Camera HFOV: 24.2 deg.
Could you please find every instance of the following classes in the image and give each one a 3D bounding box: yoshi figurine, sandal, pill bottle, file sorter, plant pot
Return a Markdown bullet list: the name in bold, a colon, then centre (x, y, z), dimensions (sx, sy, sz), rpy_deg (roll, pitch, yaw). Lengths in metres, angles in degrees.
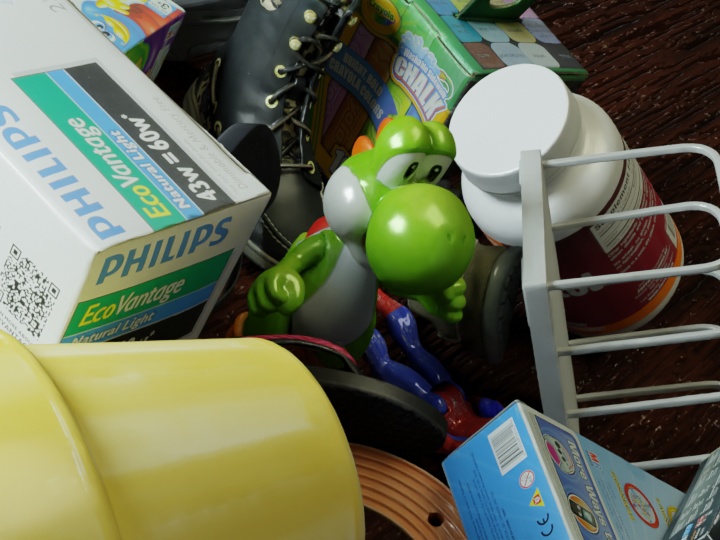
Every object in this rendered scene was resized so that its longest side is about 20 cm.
- **yoshi figurine**: centre (0.000, 0.010, 0.947), dimensions (0.112, 0.201, 0.112), rpy_deg (36, 33, 8)
- **sandal**: centre (-0.047, 0.058, 0.897), dimensions (0.198, 0.075, 0.045), rpy_deg (8, 54, 22)
- **pill bottle**: centre (0.137, -0.047, 1.132), dimensions (0.200, 0.112, 0.114), rpy_deg (47, 14, -47)
- **sandal**: centre (-0.091, -0.020, 0.988), dimensions (0.042, 0.077, 0.201), rpy_deg (6, 45, 25)
- **file sorter**: centre (0.169, 0.041, 1.013), dimensions (0.123, 0.202, 0.139), rpy_deg (-7, 34, 9)
- **plant pot**: centre (-0.109, 0.112, 0.700), dimensions (0.187, 0.202, 0.201), rpy_deg (-15, 53, -33)

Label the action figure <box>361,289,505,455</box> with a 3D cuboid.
- **action figure**: centre (0.045, 0.079, 1.030), dimensions (0.065, 0.052, 0.200), rpy_deg (-18, 51, -44)

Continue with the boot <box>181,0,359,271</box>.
- **boot**: centre (-0.046, -0.107, 1.102), dimensions (0.073, 0.154, 0.205), rpy_deg (4, 42, -34)

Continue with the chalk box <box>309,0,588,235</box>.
- **chalk box**: centre (0.063, -0.135, 1.183), dimensions (0.124, 0.201, 0.124), rpy_deg (-6, 47, -43)

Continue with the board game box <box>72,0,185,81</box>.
- **board game box**: centre (-0.209, -0.116, 1.030), dimensions (0.103, 0.105, 0.200), rpy_deg (34, 34, 4)

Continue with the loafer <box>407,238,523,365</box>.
- **loafer**: centre (0.059, 0.015, 1.062), dimensions (0.069, 0.076, 0.200), rpy_deg (13, -3, -1)

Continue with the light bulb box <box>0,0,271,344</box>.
- **light bulb box**: centre (-0.181, -0.015, 0.835), dimensions (0.198, 0.201, 0.124), rpy_deg (44, 36, 18)

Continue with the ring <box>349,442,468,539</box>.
- **ring**: centre (-0.023, 0.171, 0.818), dimensions (0.198, 0.019, 0.202), rpy_deg (1, 51, -1)

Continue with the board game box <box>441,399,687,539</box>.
- **board game box**: centre (0.146, 0.186, 0.833), dimensions (0.195, 0.056, 0.201), rpy_deg (31, 29, -39)

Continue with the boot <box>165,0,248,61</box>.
- **boot**: centre (-0.166, -0.181, 1.180), dimensions (0.197, 0.096, 0.074), rpy_deg (-3, 58, 5)

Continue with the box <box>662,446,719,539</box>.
- **box**: centre (0.227, 0.176, 0.864), dimensions (0.159, 0.046, 0.200), rpy_deg (51, 22, 3)
